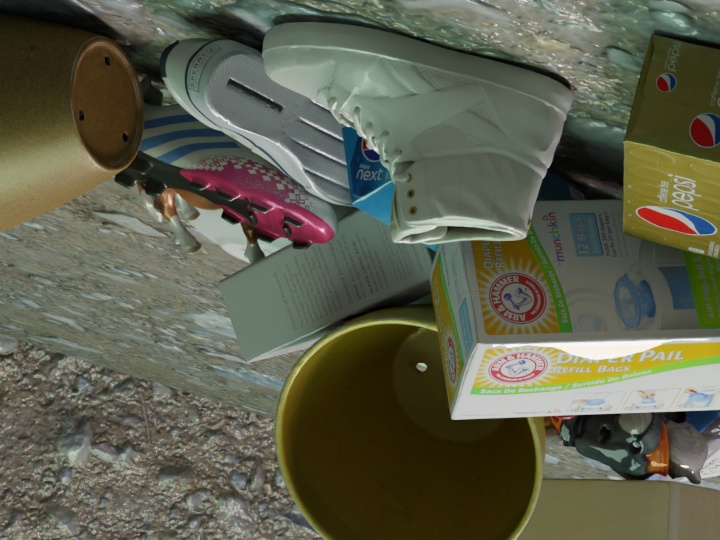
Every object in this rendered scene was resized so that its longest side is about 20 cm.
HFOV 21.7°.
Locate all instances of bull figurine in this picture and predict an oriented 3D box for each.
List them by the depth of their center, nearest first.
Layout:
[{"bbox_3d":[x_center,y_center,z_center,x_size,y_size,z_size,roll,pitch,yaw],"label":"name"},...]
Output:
[{"bbox_3d":[-0.100,-0.067,1.449,0.199,0.065,0.122,18,135,35],"label":"bull figurine"}]

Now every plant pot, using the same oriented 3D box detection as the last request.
[{"bbox_3d":[-0.259,-0.104,1.317,0.198,0.188,0.186,-3,161,26],"label":"plant pot"},{"bbox_3d":[0.052,0.105,1.389,0.198,0.202,0.142,14,-157,13],"label":"plant pot"}]

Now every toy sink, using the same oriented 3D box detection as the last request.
[{"bbox_3d":[0.202,0.240,1.518,0.111,0.132,0.199,15,165,-42],"label":"toy sink"}]

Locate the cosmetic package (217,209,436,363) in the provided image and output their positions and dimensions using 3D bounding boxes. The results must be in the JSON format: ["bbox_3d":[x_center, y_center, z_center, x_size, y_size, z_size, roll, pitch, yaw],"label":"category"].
[{"bbox_3d":[0.000,0.000,1.398,0.199,0.075,0.101,-28,170,39],"label":"cosmetic package"}]

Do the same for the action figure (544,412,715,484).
[{"bbox_3d":[0.185,0.137,1.491,0.192,0.105,0.201,9,141,22],"label":"action figure"}]

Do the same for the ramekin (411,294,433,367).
[{"bbox_3d":[0.125,0.039,1.602,0.198,0.099,0.200,15,169,3],"label":"ramekin"}]

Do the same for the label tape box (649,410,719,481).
[{"bbox_3d":[0.283,0.122,1.568,0.198,0.064,0.144,-4,152,-25],"label":"label tape box"}]

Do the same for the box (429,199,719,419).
[{"bbox_3d":[0.154,0.025,1.245,0.198,0.113,0.102,-1,148,-9],"label":"box"}]

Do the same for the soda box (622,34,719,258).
[{"bbox_3d":[0.190,-0.067,1.085,0.067,0.065,0.200,14,168,11],"label":"soda box"}]

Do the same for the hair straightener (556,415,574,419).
[{"bbox_3d":[0.216,0.034,1.345,0.041,0.198,0.077,-127,18,-49],"label":"hair straightener"}]

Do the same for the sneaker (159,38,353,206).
[{"bbox_3d":[-0.053,-0.107,1.266,0.071,0.073,0.200,32,178,45],"label":"sneaker"}]

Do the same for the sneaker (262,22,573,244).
[{"bbox_3d":[0.019,-0.079,1.145,0.198,0.117,0.074,15,171,16],"label":"sneaker"}]

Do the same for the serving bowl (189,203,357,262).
[{"bbox_3d":[-0.069,-0.039,1.588,0.198,0.066,0.200,17,169,3],"label":"serving bowl"}]

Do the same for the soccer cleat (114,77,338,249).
[{"bbox_3d":[-0.095,-0.084,1.339,0.198,0.087,0.070,21,161,21],"label":"soccer cleat"}]

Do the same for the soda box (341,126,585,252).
[{"bbox_3d":[0.077,-0.049,1.275,0.068,0.065,0.199,-29,142,30],"label":"soda box"}]
